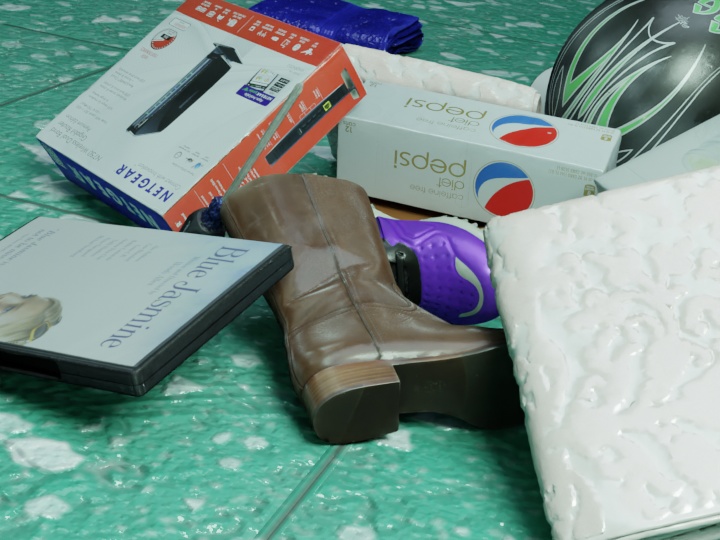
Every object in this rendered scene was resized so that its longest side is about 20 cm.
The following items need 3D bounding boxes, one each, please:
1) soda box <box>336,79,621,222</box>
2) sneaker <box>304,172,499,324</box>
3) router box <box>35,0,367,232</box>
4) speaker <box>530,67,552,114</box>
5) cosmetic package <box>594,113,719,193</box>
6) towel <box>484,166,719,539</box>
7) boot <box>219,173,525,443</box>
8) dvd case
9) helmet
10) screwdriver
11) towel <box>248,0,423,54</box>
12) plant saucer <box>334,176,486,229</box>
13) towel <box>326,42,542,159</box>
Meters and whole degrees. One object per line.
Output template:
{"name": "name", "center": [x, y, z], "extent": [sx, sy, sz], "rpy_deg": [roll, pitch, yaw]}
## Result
{"name": "soda box", "center": [0.085, -0.080, 0.992], "extent": [0.198, 0.064, 0.068], "rpy_deg": [13, 35, 16]}
{"name": "sneaker", "center": [0.000, 0.000, 0.881], "extent": [0.199, 0.070, 0.099], "rpy_deg": [19, 32, 34]}
{"name": "router box", "center": [-0.121, -0.114, 1.007], "extent": [0.180, 0.049, 0.199], "rpy_deg": [-45, 42, -16]}
{"name": "speaker", "center": [0.241, -0.120, 1.226], "extent": [0.081, 0.082, 0.199], "rpy_deg": [-10, 27, -38]}
{"name": "cosmetic package", "center": [0.280, -0.021, 0.834], "extent": [0.198, 0.124, 0.200], "rpy_deg": [-28, 25, -1]}
{"name": "towel", "center": [0.169, 0.036, 0.672], "extent": [0.189, 0.032, 0.202], "rpy_deg": [-13, 50, 4]}
{"name": "boot", "center": [0.025, 0.006, 0.801], "extent": [0.184, 0.065, 0.201], "rpy_deg": [-3, 39, -20]}
{"name": "dvd case", "center": [-0.155, 0.014, 0.759], "extent": [0.198, 0.018, 0.143], "rpy_deg": [7, 31, 31]}
{"name": "helmet", "center": [0.236, -0.127, 1.054], "extent": [0.189, 0.201, 0.200], "rpy_deg": [-29, 27, -3]}
{"name": "screwdriver", "center": [-0.079, -0.051, 0.836], "extent": [0.028, 0.200, 0.029], "rpy_deg": [41, 51, 0]}
{"name": "towel", "center": [-0.032, -0.304, 1.670], "extent": [0.198, 0.050, 0.148], "rpy_deg": [14, 21, 16]}
{"name": "plant saucer", "center": [0.052, -0.038, 1.028], "extent": [0.198, 0.038, 0.201], "rpy_deg": [7, 22, -3]}
{"name": "towel", "center": [0.051, -0.120, 1.105], "extent": [0.198, 0.033, 0.191], "rpy_deg": [14, -17, 13]}
